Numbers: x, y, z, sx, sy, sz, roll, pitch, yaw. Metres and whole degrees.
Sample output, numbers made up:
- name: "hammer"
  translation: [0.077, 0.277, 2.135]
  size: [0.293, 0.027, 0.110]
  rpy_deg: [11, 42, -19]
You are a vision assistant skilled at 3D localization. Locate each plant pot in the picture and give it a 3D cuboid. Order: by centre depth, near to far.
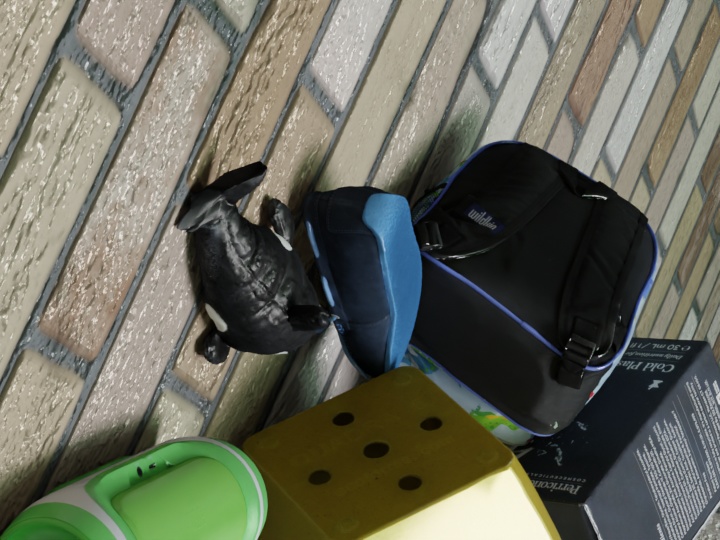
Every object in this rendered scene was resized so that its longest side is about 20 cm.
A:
- name: "plant pot"
  translation: [0.021, 0.185, 1.488]
  size: [0.200, 0.200, 0.177]
  rpy_deg: [-24, 127, -21]

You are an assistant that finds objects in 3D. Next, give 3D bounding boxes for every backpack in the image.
- name: "backpack"
  translation: [0.108, 0.011, 1.644]
  size: [0.147, 0.183, 0.200]
  rpy_deg: [-57, 179, 41]

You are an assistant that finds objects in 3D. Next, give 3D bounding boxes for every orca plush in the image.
- name: "orca plush"
  translation: [-0.045, 0.003, 1.346]
  size: [0.105, 0.071, 0.200]
  rpy_deg: [-58, 160, -30]

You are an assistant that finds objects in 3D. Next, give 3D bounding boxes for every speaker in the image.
- name: "speaker"
  translation: [-0.124, 0.148, 1.257]
  size: [0.200, 0.088, 0.089]
  rpy_deg: [-20, 129, -67]

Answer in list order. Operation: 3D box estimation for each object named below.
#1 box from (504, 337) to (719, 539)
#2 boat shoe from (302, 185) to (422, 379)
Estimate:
- name: "box"
  translation: [0.152, 0.151, 1.703]
  size: [0.197, 0.200, 0.124]
  rpy_deg: [-48, 125, -38]
- name: "boat shoe"
  translation: [0.000, 0.000, 1.491]
  size: [0.200, 0.069, 0.084]
  rpy_deg: [86, 21, -53]
